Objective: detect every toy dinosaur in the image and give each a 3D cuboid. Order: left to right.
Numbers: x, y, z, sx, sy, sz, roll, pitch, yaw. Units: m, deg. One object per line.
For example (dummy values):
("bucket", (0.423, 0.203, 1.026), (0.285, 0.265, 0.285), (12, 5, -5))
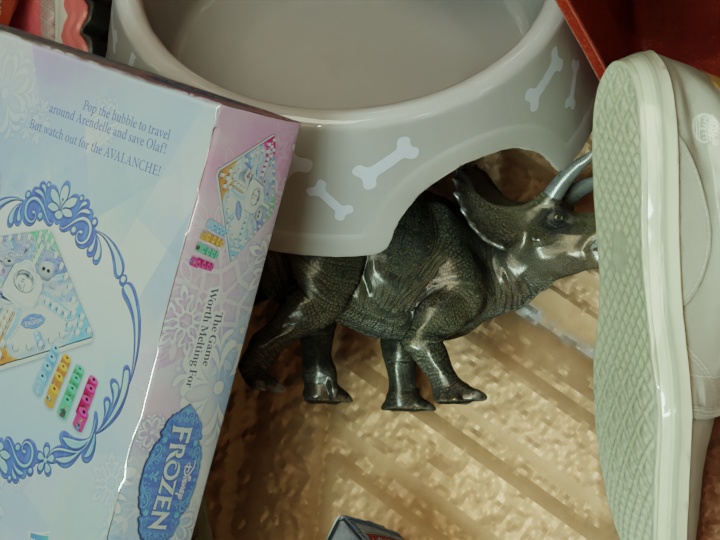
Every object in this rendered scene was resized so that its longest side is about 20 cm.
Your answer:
("toy dinosaur", (0.000, 0.000, 1.022), (0.199, 0.077, 0.103), (5, 82, -9))

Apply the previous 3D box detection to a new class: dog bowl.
("dog bowl", (-0.004, -0.096, 1.017), (0.199, 0.059, 0.200), (-2, 47, 2))

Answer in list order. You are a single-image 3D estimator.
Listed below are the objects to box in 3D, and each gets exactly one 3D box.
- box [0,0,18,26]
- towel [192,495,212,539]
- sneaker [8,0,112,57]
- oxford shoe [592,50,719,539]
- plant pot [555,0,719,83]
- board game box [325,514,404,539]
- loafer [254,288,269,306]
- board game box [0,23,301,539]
("box", (-0.239, -0.130, 1.099), (0.200, 0.100, 0.096), (16, 83, 42))
("towel", (-0.120, 0.143, 1.008), (0.192, 0.034, 0.201), (-31, 62, 43))
("sneaker", (-0.125, -0.144, 1.113), (0.087, 0.074, 0.201), (-13, 66, 36))
("oxford shoe", (0.120, 0.019, 0.980), (0.058, 0.075, 0.201), (-3, 100, -18))
("plant pot", (0.160, -0.185, 0.975), (0.199, 0.200, 0.177), (-15, 62, 14))
("board game box", (0.006, 0.206, 0.995), (0.200, 0.062, 0.200), (-33, 67, 12))
("loafer", (-0.101, 0.017, 1.065), (0.200, 0.076, 0.068), (-34, 67, 11))
("board game box", (-0.122, 0.018, 0.971), (0.200, 0.043, 0.200), (21, 100, 46))
